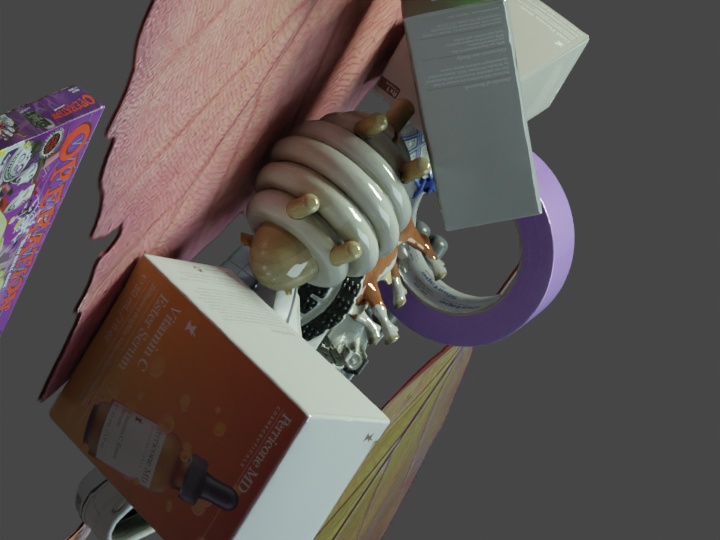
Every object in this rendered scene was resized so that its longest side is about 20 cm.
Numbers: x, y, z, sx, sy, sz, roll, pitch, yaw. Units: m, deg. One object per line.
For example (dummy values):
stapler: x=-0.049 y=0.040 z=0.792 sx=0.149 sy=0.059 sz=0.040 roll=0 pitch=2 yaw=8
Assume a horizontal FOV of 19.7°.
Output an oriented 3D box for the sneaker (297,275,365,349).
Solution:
sneaker: x=-0.060 y=0.042 z=1.757 sx=0.200 sy=0.074 sz=0.080 roll=-53 pitch=-179 yaw=17

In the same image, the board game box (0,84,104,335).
board game box: x=-0.225 y=-0.009 z=1.208 sx=0.201 sy=0.032 sz=0.120 roll=-61 pitch=170 yaw=30

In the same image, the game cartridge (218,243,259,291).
game cartridge: x=-0.137 y=0.065 z=1.736 sx=0.200 sy=0.041 sz=0.133 roll=-49 pitch=163 yaw=-23

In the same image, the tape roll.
tape roll: x=0.102 y=-0.031 z=1.994 sx=0.201 sy=0.200 sz=0.066 roll=-59 pitch=167 yaw=24

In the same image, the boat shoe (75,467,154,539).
boat shoe: x=-0.131 y=0.161 z=1.679 sx=0.199 sy=0.066 sz=0.072 roll=-23 pitch=131 yaw=-20

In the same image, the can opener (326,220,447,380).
can opener: x=0.014 y=0.034 z=2.245 sx=0.200 sy=0.053 sz=0.067 roll=-54 pitch=-160 yaw=-4

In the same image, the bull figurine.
bull figurine: x=0.000 y=0.000 z=1.906 sx=0.065 sy=0.122 sz=0.200 roll=-23 pitch=-163 yaw=42

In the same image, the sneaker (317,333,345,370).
sneaker: x=-0.084 y=0.087 z=1.970 sx=0.090 sy=0.079 sz=0.200 roll=-38 pitch=170 yaw=18

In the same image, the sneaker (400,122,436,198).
sneaker: x=0.050 y=-0.099 z=1.880 sx=0.200 sy=0.088 sz=0.075 roll=-49 pitch=169 yaw=-19

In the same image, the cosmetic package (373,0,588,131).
cosmetic package: x=0.107 y=-0.179 z=1.801 sx=0.090 sy=0.107 sz=0.200 roll=-59 pitch=169 yaw=26

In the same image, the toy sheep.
toy sheep: x=-0.016 y=-0.061 z=1.623 sx=0.200 sy=0.138 sz=0.138 roll=-46 pitch=166 yaw=-23

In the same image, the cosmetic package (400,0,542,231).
cosmetic package: x=0.085 y=-0.143 z=1.620 sx=0.107 sy=0.090 sz=0.201 roll=-94 pitch=170 yaw=-53

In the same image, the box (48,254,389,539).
box: x=-0.106 y=0.109 z=1.524 sx=0.106 sy=0.200 sz=0.153 roll=11 pitch=115 yaw=-55

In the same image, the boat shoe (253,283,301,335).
boat shoe: x=-0.069 y=0.092 z=1.653 sx=0.072 sy=0.065 sz=0.201 roll=-39 pitch=-147 yaw=43
